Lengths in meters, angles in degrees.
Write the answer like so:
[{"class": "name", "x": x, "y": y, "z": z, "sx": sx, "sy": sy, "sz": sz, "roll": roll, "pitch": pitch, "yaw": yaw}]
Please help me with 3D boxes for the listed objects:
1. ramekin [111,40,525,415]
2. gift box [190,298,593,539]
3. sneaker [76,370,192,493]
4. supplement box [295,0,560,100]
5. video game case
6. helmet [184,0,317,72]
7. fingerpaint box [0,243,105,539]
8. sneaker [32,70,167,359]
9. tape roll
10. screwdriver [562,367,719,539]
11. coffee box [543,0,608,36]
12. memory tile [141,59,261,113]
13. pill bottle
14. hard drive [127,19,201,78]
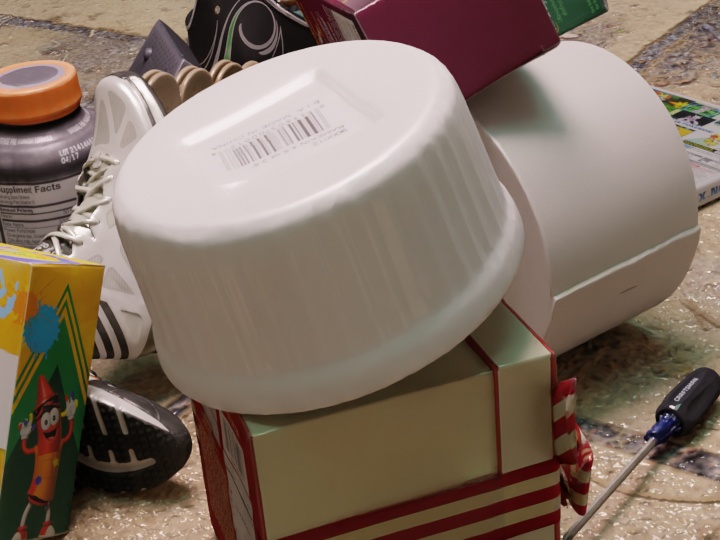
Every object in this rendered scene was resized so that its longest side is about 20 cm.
[{"class": "ramekin", "x": -0.026, "y": -0.031, "z": 0.718, "sx": 0.199, "sy": 0.098, "sz": 0.201, "roll": -15, "pitch": 31, "yaw": 10}, {"class": "gift box", "x": 0.016, "y": 0.085, "z": 0.776, "sx": 0.185, "sy": 0.202, "sz": 0.185, "roll": -12, "pitch": 33, "yaw": -16}, {"class": "sneaker", "x": -0.186, "y": 0.086, "z": 0.942, "sx": 0.199, "sy": 0.074, "sz": 0.080, "roll": 12, "pitch": 30, "yaw": 29}, {"class": "supplement box", "x": 0.034, "y": -0.172, "z": 0.943, "sx": 0.110, "sy": 0.086, "sz": 0.200, "roll": -31, "pitch": 23, "yaw": -4}, {"class": "video game case", "x": 0.269, "y": -0.112, "z": 1.294, "sx": 0.181, "sy": 0.022, "sz": 0.199, "roll": -23, "pitch": 31, "yaw": -30}, {"class": "helmet", "x": -0.072, "y": -0.222, "z": 1.389, "sx": 0.198, "sy": 0.191, "sz": 0.201, "roll": 12, "pitch": 51, "yaw": -16}, {"class": "fingerpaint box", "x": -0.264, "y": 0.061, "z": 0.891, "sx": 0.198, "sy": 0.169, "sz": 0.073, "roll": 10, "pitch": 4, "yaw": 29}, {"class": "sneaker", "x": -0.181, "y": -0.037, "z": 0.978, "sx": 0.115, "sy": 0.202, "sz": 0.075, "roll": -6, "pitch": -6, "yaw": -35}, {"class": "tape roll", "x": 0.113, "y": -0.042, "z": 0.991, "sx": 0.138, "sy": 0.204, "sz": 0.202, "roll": -23, "pitch": 32, "yaw": -31}, {"class": "screwdriver", "x": 0.167, "y": 0.109, "z": 0.873, "sx": 0.029, "sy": 0.028, "sz": 0.199, "roll": 43, "pitch": 44, "yaw": 19}, {"class": "coffee box", "x": 0.077, "y": -0.178, "z": 1.077, "sx": 0.199, "sy": 0.044, "sz": 0.123, "roll": -27, "pitch": 22, "yaw": 6}, {"class": "memory tile", "x": -0.125, "y": -0.087, "z": 1.136, "sx": 0.017, "sy": 0.155, "sz": 0.200, "roll": 13, "pitch": 15, "yaw": 24}, {"class": "pill bottle", "x": -0.229, "y": -0.051, "z": 1.074, "sx": 0.105, "sy": 0.202, "sz": 0.106, "roll": -4, "pitch": 27, "yaw": 2}, {"class": "hard drive", "x": -0.191, "y": -0.099, "z": 1.196, "sx": 0.042, "sy": 0.201, "sz": 0.135, "roll": 24, "pitch": 14, "yaw": -26}]
